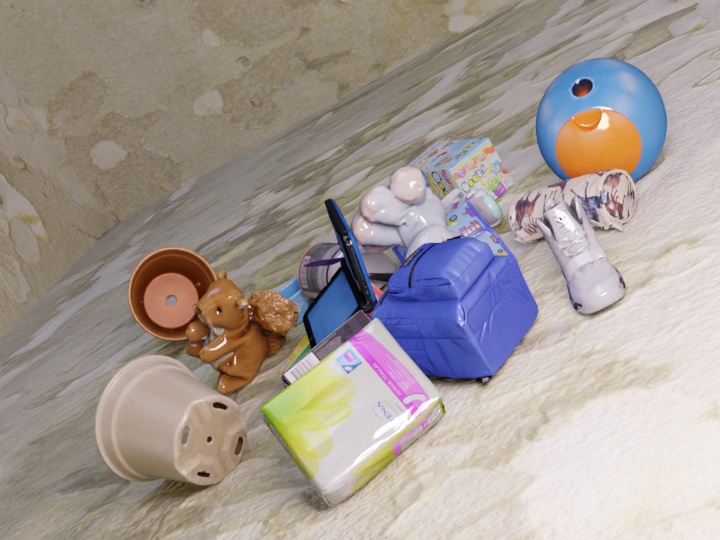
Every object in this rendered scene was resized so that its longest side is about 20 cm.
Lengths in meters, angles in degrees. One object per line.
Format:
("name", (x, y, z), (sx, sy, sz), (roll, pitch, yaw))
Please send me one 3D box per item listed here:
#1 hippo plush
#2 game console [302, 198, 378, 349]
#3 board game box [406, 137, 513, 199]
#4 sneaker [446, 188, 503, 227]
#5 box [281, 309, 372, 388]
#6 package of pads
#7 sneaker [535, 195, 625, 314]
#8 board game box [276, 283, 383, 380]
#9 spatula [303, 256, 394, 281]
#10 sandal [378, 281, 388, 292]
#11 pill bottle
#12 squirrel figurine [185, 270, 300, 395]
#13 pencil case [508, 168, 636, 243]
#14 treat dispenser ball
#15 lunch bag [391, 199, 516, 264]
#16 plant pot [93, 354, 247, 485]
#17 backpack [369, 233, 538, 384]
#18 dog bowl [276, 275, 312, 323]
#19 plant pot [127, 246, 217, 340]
("hippo plush", (0.086, -0.039, 1.594), (0.159, 0.162, 0.199), (-39, -27, 18))
("game console", (-0.051, 0.014, 1.563), (0.117, 0.173, 0.200), (-22, 22, -3))
("board game box", (0.181, -0.178, 2.006), (0.104, 0.104, 0.199), (-38, 18, -15))
("sneaker", (0.156, -0.069, 1.832), (0.140, 0.078, 0.200), (-41, 9, -17))
("box", (-0.041, 0.146, 1.490), (0.142, 0.036, 0.201), (-39, -21, -16))
("package of pads", (-0.006, 0.182, 1.347), (0.199, 0.068, 0.155), (-37, 61, -11))
("sneaker", (0.285, -0.025, 1.403), (0.074, 0.116, 0.200), (-29, 18, 12))
("board game box", (-0.047, 0.104, 1.650), (0.201, 0.040, 0.153), (-53, 11, -6))
("spatula", (0.000, 0.000, 1.725), (0.056, 0.197, 0.021), (-21, 61, 58))
("sandal", (0.023, 0.086, 1.684), (0.080, 0.057, 0.202), (-37, 17, 54))
("pill bottle", (-0.023, 0.009, 1.866), (0.114, 0.115, 0.199), (-40, 19, -20))
("squirrel figurine", (-0.210, 0.086, 1.857), (0.197, 0.189, 0.142), (-18, 42, -21))
("pencil case", (0.313, -0.091, 1.589), (0.199, 0.077, 0.091), (-12, 51, 50))
("treat dispenser ball", (0.369, -0.223, 1.628), (0.199, 0.202, 0.201), (-30, 18, 11))
("lunch bag", (0.157, -0.001, 1.655), (0.149, 0.095, 0.200), (-32, 30, 0))
("plant pot", (-0.277, 0.244, 1.622), (0.182, 0.202, 0.200), (8, 43, 48))
("backpack", (0.113, 0.047, 1.438), (0.198, 0.170, 0.162), (-10, 23, 48))
("dog bowl", (-0.096, 0.036, 2.033), (0.199, 0.050, 0.111), (-38, 18, -9))
("plant pot", (-0.415, 0.058, 2.337), (0.199, 0.201, 0.140), (-38, 2, -15))
